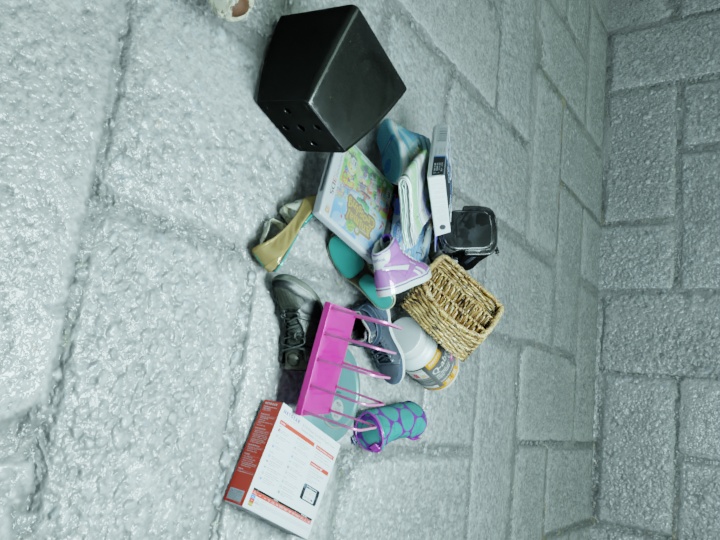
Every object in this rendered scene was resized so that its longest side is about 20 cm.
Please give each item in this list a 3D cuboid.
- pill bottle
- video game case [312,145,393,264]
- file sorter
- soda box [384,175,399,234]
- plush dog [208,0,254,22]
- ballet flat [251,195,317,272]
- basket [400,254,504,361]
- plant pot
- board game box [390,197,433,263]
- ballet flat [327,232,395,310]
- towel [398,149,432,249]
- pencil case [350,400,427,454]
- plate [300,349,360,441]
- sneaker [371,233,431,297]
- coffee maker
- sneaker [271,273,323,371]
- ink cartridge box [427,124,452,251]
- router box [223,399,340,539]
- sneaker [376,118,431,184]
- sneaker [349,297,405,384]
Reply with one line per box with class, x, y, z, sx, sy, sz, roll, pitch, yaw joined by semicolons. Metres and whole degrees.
pill bottle;0.145;0.196;1.495;0.200;0.115;0.118;44;54;-46
video game case;-0.008;-0.140;1.247;0.200;0.022;0.185;39;56;-45
file sorter;-0.012;0.178;1.160;0.139;0.123;0.204;29;76;-69
soda box;0.035;-0.122;1.382;0.064;0.070;0.201;60;44;-33
plush dog;-0.226;-0.514;0.990;0.173;0.157;0.203;-69;169;-50
ballet flat;-0.130;-0.085;1.153;0.063;0.068;0.201;39;49;-12
basket;0.206;0.080;1.426;0.200;0.149;0.143;43;12;6
plant pot;-0.068;-0.325;1.152;0.200;0.197;0.180;45;65;-45
board game box;0.115;-0.066;1.450;0.199;0.043;0.203;-21;122;-66
ballet flat;0.000;0.000;1.323;0.201;0.067;0.063;52;15;-14
towel;0.119;-0.152;1.308;0.200;0.030;0.152;-54;143;-57
pencil case;0.068;0.343;1.405;0.199;0.084;0.094;3;70;-55
plate;-0.050;0.248;1.288;0.199;0.025;0.205;4;85;-56
sneaker;0.085;-0.023;1.296;0.200;0.071;0.117;-20;97;-63
coffee maker;0.266;-0.081;1.554;0.189;0.200;0.137;-23;83;-10
sneaker;-0.113;0.105;1.156;0.115;0.075;0.201;-65;143;-42
ink cartridge box;0.180;-0.181;1.407;0.200;0.042;0.202;-79;164;-46
router box;-0.132;0.357;1.138;0.200;0.048;0.182;49;53;-43
sneaker;0.112;-0.250;1.400;0.128;0.080;0.202;15;43;-24
sneaker;0.027;0.164;1.345;0.146;0.076;0.206;-30;104;-64
